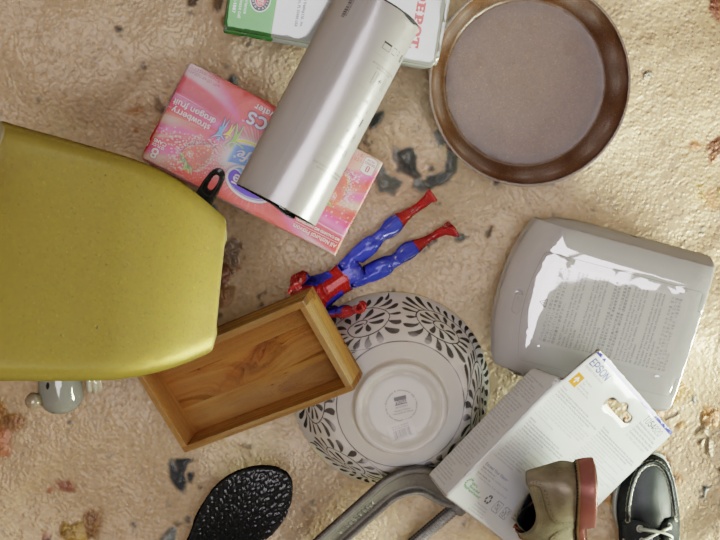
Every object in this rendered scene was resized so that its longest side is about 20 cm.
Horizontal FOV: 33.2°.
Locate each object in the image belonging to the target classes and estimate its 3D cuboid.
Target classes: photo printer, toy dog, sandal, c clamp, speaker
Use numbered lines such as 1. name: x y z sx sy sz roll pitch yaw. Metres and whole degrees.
1. photo printer: 0.233 0.040 1.201 0.200 0.069 0.167 14 98 -7
2. toy dog: -0.329 0.049 1.126 0.096 0.132 0.200 -23 91 -25
3. sandal: -0.140 0.265 1.213 0.075 0.048 0.200 35 106 -11
4. c clamp: 0.045 0.263 1.208 0.200 0.027 0.171 -39 135 10
5. speaker: -0.029 -0.141 1.049 0.081 0.081 0.200 27 90 -9

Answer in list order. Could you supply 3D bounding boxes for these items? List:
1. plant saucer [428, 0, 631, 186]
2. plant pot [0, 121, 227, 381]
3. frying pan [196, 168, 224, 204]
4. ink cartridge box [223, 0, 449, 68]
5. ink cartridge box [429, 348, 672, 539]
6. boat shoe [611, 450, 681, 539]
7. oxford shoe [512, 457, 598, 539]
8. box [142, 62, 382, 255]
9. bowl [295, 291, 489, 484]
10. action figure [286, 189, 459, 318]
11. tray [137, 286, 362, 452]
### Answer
1. plant saucer: 0.163 -0.183 1.180 0.200 0.034 0.200 -1 99 -7
2. plant pot: -0.224 0.004 1.006 0.200 0.195 0.194 8 82 -24
3. frying pan: -0.180 -0.037 1.125 0.115 0.031 0.190 16 130 8
4. ink cartridge box: -0.018 -0.275 1.122 0.200 0.083 0.147 10 97 -8
5. ink cartridge box: 0.191 0.179 1.184 0.200 0.041 0.200 -44 133 2
6. boat shoe: 0.302 0.288 1.249 0.076 0.060 0.200 -4 98 -5
7. oxford shoe: 0.184 0.250 1.172 0.075 0.070 0.200 0 130 2
8. box: -0.093 -0.103 1.132 0.200 0.095 0.103 28 92 -9
9. bowl: 0.034 0.125 1.177 0.201 0.094 0.201 0 96 -4
10. action figure: 0.000 0.000 1.161 0.200 0.099 0.065 -33 99 2
11. tray: -0.108 0.096 1.147 0.200 0.037 0.099 -23 106 24
